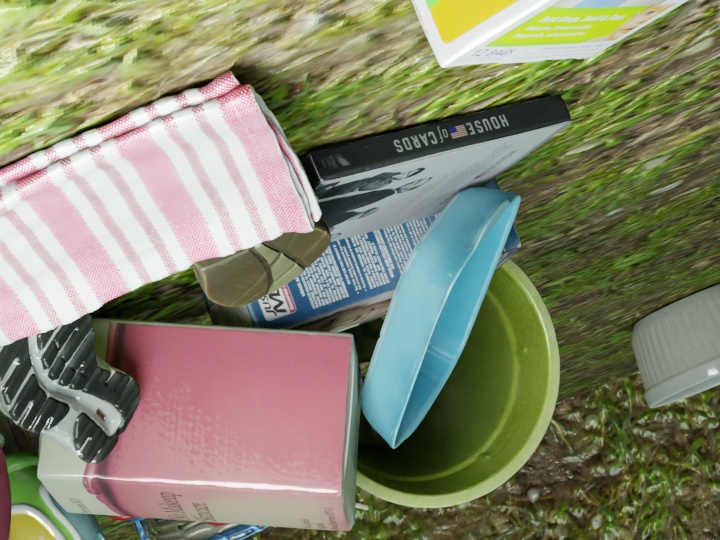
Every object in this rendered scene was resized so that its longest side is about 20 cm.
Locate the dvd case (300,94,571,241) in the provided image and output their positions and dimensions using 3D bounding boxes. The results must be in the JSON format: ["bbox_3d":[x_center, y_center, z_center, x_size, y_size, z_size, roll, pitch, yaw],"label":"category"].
[{"bbox_3d":[0.014,-0.054,1.456,0.199,0.025,0.150,-16,169,-37],"label":"dvd case"}]

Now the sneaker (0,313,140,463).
[{"bbox_3d":[-0.203,0.052,1.403,0.078,0.090,0.200,-55,157,-16],"label":"sneaker"}]

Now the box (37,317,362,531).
[{"bbox_3d":[-0.101,0.102,1.546,0.198,0.110,0.128,3,164,4],"label":"box"}]

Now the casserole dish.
[{"bbox_3d":[0.047,0.026,1.526,0.121,0.039,0.201,-51,165,-46],"label":"casserole dish"}]

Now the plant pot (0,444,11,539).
[{"bbox_3d":[-0.280,0.117,1.284,0.199,0.201,0.179,-22,-174,3],"label":"plant pot"}]

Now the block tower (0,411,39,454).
[{"bbox_3d":[-0.210,0.107,1.749,0.199,0.054,0.058,-20,171,-11],"label":"block tower"}]

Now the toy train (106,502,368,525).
[{"bbox_3d":[-0.094,0.114,1.678,0.198,0.117,0.085,4,151,-9],"label":"toy train"}]

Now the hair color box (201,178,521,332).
[{"bbox_3d":[0.000,0.000,1.613,0.199,0.061,0.100,-18,169,-19],"label":"hair color box"}]

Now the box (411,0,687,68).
[{"bbox_3d":[0.110,-0.162,0.829,0.199,0.102,0.112,-29,169,35],"label":"box"}]

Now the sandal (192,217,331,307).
[{"bbox_3d":[-0.078,-0.033,1.301,0.080,0.054,0.200,-30,154,15],"label":"sandal"}]

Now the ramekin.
[{"bbox_3d":[0.435,0.087,2.958,0.199,0.106,0.200,-21,171,-3],"label":"ramekin"}]

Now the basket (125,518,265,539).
[{"bbox_3d":[-0.122,0.161,1.987,0.175,0.140,0.200,-20,180,-7],"label":"basket"}]

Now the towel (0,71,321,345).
[{"bbox_3d":[-0.126,-0.023,1.181,0.199,0.030,0.146,-23,154,4],"label":"towel"}]

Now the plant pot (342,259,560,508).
[{"bbox_3d":[0.025,0.075,1.788,0.199,0.202,0.190,-19,-178,-16],"label":"plant pot"}]

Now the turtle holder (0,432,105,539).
[{"bbox_3d":[-0.237,0.194,1.612,0.141,0.132,0.186,-40,158,-26],"label":"turtle holder"}]
